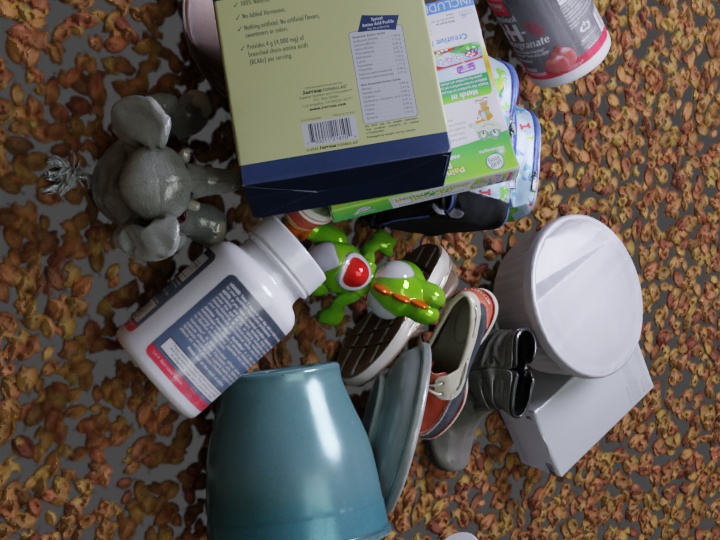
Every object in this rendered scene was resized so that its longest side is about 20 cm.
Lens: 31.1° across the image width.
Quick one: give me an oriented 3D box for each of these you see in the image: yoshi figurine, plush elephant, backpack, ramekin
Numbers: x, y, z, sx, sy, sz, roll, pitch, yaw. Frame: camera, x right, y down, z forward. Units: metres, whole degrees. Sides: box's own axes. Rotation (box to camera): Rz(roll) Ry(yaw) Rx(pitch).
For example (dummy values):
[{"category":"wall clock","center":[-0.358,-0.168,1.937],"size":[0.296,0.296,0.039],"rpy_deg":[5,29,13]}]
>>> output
[{"category":"yoshi figurine","center":[-0.004,0.004,1.440],"size":[0.199,0.113,0.112],"rpy_deg":[24,43,-7]},{"category":"plush elephant","center":[-0.191,-0.088,1.257],"size":[0.199,0.154,0.166],"rpy_deg":[-7,103,-36]},{"category":"backpack","center":[0.109,-0.143,1.453],"size":[0.146,0.183,0.202],"rpy_deg":[9,82,-30]},{"category":"ramekin","center":[0.253,0.037,1.619],"size":[0.201,0.094,0.204],"rpy_deg":[9,76,-36]}]

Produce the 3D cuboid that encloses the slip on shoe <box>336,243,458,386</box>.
[{"category":"slip on shoe","center":[0.048,0.061,1.517],"size":[0.201,0.076,0.061],"rpy_deg":[-57,130,-22]}]

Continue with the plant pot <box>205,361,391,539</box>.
[{"category":"plant pot","center":[-0.078,0.198,1.382],"size":[0.199,0.200,0.189],"rpy_deg":[-7,87,-35]}]

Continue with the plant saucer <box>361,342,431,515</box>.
[{"category":"plant saucer","center":[0.031,0.175,1.471],"size":[0.050,0.200,0.202],"rpy_deg":[14,90,-5]}]

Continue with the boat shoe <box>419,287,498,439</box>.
[{"category":"boat shoe","center":[0.100,0.112,1.535],"size":[0.062,0.071,0.201],"rpy_deg":[-7,124,-63]}]

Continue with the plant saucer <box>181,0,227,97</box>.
[{"category":"plant saucer","center":[-0.106,-0.272,1.363],"size":[0.199,0.034,0.202],"rpy_deg":[-8,103,-34]}]

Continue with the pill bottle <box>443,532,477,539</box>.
[{"category":"pill bottle","center":[0.166,0.419,1.641],"size":[0.111,0.111,0.200],"rpy_deg":[-48,122,-19]}]

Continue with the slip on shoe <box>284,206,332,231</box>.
[{"category":"slip on shoe","center":[-0.043,-0.128,1.398],"size":[0.074,0.061,0.201],"rpy_deg":[26,55,-22]}]

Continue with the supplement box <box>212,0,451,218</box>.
[{"category":"supplement box","center":[-0.028,-0.176,1.245],"size":[0.198,0.134,0.201],"rpy_deg":[-9,80,-2]}]

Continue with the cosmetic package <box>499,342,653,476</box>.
[{"category":"cosmetic package","center":[0.283,0.162,1.700],"size":[0.200,0.081,0.113],"rpy_deg":[-36,117,-25]}]

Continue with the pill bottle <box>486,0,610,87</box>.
[{"category":"pill bottle","center":[0.209,-0.327,1.536],"size":[0.111,0.110,0.200],"rpy_deg":[-47,121,-20]}]

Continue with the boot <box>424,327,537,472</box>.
[{"category":"boot","center":[0.147,0.159,1.566],"size":[0.067,0.130,0.202],"rpy_deg":[4,97,-37]}]

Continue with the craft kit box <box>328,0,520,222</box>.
[{"category":"craft kit box","center":[0.044,-0.168,1.336],"size":[0.199,0.049,0.199],"rpy_deg":[-13,74,-1]}]

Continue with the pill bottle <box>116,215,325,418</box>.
[{"category":"pill bottle","center":[-0.137,0.042,1.317],"size":[0.200,0.120,0.120],"rpy_deg":[-41,121,-6]}]
